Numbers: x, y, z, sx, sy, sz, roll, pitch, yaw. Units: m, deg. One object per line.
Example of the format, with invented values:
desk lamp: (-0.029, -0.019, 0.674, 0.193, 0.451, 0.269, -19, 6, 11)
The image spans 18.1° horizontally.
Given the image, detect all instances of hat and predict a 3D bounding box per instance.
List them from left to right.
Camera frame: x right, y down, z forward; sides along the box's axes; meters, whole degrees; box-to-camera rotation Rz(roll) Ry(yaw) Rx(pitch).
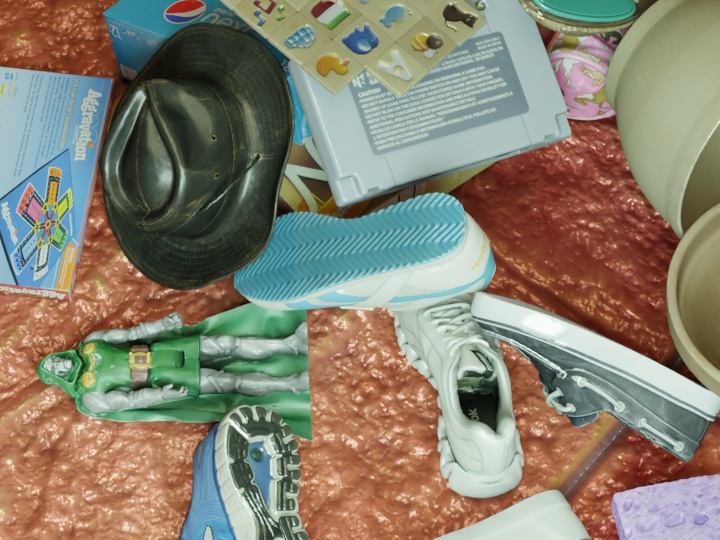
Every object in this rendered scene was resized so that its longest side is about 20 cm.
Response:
hat: (-0.143, -0.088, 1.666, 0.081, 0.201, 0.201, 8, 43, -52)

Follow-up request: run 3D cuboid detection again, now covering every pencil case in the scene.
pencil case: (0.188, -0.217, 1.825, 0.086, 0.083, 0.200, 5, 58, 16)

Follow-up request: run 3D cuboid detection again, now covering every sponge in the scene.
sponge: (0.255, 0.238, 1.576, 0.111, 0.030, 0.200, -9, 60, -8)

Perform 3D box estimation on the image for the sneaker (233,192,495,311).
sneaker: (0.000, 0.000, 1.641, 0.199, 0.081, 0.077, -6, 60, 28)

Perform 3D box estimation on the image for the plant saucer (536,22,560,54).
plant saucer: (0.064, -0.228, 1.744, 0.200, 0.037, 0.200, 35, 68, -10)

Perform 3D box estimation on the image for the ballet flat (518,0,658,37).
ballet flat: (0.195, -0.209, 1.737, 0.200, 0.065, 0.071, -15, 70, -30)

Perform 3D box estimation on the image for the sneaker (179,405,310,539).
sneaker: (-0.076, 0.199, 1.564, 0.078, 0.089, 0.201, 3, 72, -33)

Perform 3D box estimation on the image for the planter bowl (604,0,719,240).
planter bowl: (0.271, -0.132, 1.718, 0.200, 0.201, 0.135, -32, 56, -20)

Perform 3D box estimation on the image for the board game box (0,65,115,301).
board game box: (-0.257, -0.070, 1.749, 0.103, 0.019, 0.201, 6, 58, 3)

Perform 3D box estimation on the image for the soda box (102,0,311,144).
soda box: (-0.103, -0.166, 1.749, 0.200, 0.064, 0.068, 23, 51, 35)

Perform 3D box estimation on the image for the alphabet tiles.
alphabet tiles: (-0.013, -0.217, 1.665, 0.200, 0.006, 0.166, 40, 62, 13)

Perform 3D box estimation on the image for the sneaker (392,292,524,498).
sneaker: (0.074, 0.063, 1.647, 0.075, 0.081, 0.200, -14, 58, -9)

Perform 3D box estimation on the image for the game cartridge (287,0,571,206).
game cartridge: (0.050, -0.135, 1.678, 0.199, 0.042, 0.134, -17, 80, -23)

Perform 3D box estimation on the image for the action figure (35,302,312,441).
action figure: (-0.137, 0.071, 1.649, 0.199, 0.055, 0.118, -3, 58, -2)

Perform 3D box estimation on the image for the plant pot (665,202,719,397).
plant pot: (0.323, 0.040, 1.659, 0.200, 0.093, 0.201, -2, 55, 3)

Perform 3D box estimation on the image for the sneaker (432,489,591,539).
sneaker: (0.078, 0.225, 1.549, 0.200, 0.073, 0.085, -26, 60, -19)

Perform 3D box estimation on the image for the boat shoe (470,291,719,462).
boat shoe: (0.162, 0.079, 1.626, 0.200, 0.072, 0.068, 25, 91, -15)

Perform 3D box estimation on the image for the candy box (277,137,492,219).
candy box: (0.010, -0.097, 1.756, 0.200, 0.055, 0.115, -33, 65, -21)
